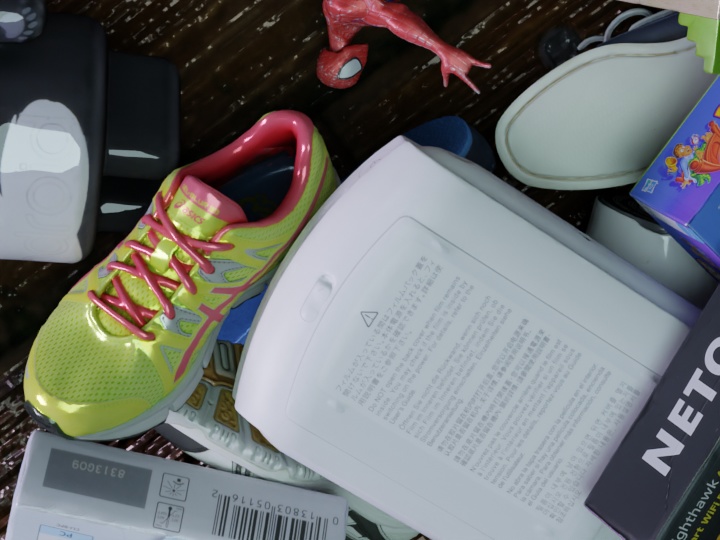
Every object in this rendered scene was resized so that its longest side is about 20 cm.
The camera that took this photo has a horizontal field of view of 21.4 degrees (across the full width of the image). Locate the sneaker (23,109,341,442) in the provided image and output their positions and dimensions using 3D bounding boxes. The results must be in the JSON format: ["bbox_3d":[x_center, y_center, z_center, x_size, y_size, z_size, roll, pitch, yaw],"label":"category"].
[{"bbox_3d":[-0.086,-0.006,0.896,0.078,0.090,0.200,35,65,17],"label":"sneaker"}]

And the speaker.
[{"bbox_3d":[0.136,0.065,1.010,0.081,0.081,0.201,12,104,-7],"label":"speaker"}]

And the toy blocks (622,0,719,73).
[{"bbox_3d":[0.145,-0.206,0.913,0.100,0.136,0.201,-7,109,-39],"label":"toy blocks"}]

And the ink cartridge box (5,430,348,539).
[{"bbox_3d":[-0.105,0.163,0.978,0.159,0.047,0.200,13,143,-8],"label":"ink cartridge box"}]

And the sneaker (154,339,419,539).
[{"bbox_3d":[-0.043,0.103,0.977,0.199,0.076,0.088,26,128,-29],"label":"sneaker"}]

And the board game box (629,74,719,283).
[{"bbox_3d":[0.238,-0.033,0.954,0.135,0.045,0.200,-52,129,-1],"label":"board game box"}]

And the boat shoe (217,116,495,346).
[{"bbox_3d":[0.000,0.000,0.994,0.069,0.084,0.200,38,117,-24],"label":"boat shoe"}]

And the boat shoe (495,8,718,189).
[{"bbox_3d":[0.160,-0.101,0.976,0.199,0.062,0.075,-29,103,2],"label":"boat shoe"}]

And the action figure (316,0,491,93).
[{"bbox_3d":[0.049,-0.170,0.946,0.099,0.065,0.201,29,101,1],"label":"action figure"}]

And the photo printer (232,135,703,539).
[{"bbox_3d":[0.049,0.043,0.914,0.199,0.069,0.167,31,98,-16],"label":"photo printer"}]

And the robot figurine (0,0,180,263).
[{"bbox_3d":[-0.188,-0.069,0.927,0.199,0.125,0.151,3,104,-10],"label":"robot figurine"}]

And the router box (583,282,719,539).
[{"bbox_3d":[0.212,0.057,0.909,0.149,0.051,0.201,24,100,-44],"label":"router box"}]
